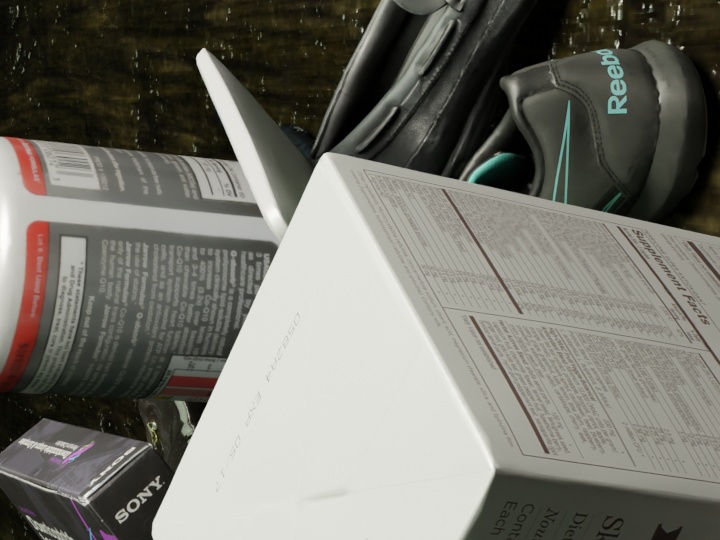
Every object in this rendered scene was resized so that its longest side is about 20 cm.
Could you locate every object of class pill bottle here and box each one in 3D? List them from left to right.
[{"bbox_3d":[-0.091,0.004,1.039,0.116,0.198,0.117,-175,90,-65],"label":"pill bottle"}]

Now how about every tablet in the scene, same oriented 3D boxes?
[{"bbox_3d":[0.000,0.000,0.941,0.200,0.014,0.131,50,-171,-40],"label":"tablet"}]

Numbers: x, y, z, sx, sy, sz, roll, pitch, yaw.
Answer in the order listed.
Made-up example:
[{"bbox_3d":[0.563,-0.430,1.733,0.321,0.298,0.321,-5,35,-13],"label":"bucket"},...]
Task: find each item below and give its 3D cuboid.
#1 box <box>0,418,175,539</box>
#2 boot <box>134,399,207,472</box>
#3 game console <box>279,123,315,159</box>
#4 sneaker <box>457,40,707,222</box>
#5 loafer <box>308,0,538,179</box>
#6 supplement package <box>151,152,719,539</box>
[{"bbox_3d":[-0.050,0.143,0.809,0.201,0.036,0.143,53,162,-15],"label":"box"},{"bbox_3d":[-0.102,0.092,1.237,0.200,0.069,0.175,117,135,-61],"label":"boot"},{"bbox_3d":[-0.019,0.034,1.153,0.200,0.031,0.178,-137,56,-60],"label":"game console"},{"bbox_3d":[0.066,-0.012,0.872,0.201,0.079,0.076,109,150,-41],"label":"sneaker"},{"bbox_3d":[0.037,-0.121,0.929,0.202,0.070,0.068,-68,28,19],"label":"loafer"},{"bbox_3d":[0.067,0.082,0.681,0.153,0.198,0.151,-64,33,26],"label":"supplement package"}]
